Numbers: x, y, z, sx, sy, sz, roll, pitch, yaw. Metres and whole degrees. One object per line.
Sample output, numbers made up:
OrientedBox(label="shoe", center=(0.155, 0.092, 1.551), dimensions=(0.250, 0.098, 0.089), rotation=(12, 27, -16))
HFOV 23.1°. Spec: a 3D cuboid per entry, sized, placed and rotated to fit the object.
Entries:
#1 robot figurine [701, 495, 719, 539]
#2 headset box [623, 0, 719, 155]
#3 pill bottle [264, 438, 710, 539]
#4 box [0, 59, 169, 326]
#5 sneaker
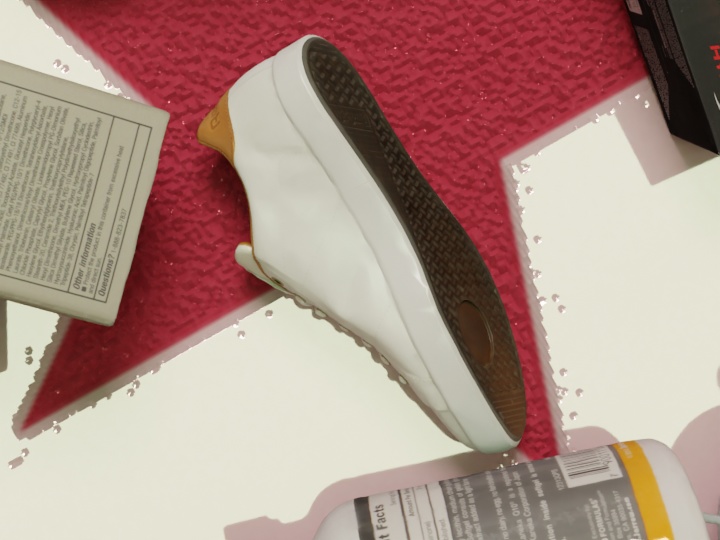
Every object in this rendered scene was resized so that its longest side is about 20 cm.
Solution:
OrientedBox(label="robot figurine", center=(0.240, 0.105, 0.754), dimensions=(0.199, 0.113, 0.170), rotation=(-14, 113, -3))
OrientedBox(label="headset box", center=(0.211, -0.160, 0.767), dimensions=(0.199, 0.077, 0.150), rotation=(-22, 105, -2))
OrientedBox(label="pill bottle", center=(0.045, 0.145, 0.740), dimensions=(0.199, 0.116, 0.117), rotation=(-12, 88, 0))
OrientedBox(label="box", center=(-0.188, -0.048, 0.705), dimensions=(0.199, 0.078, 0.095), rotation=(18, 87, -21))
OrientedBox(label="sneaker", center=(0.000, 0.000, 0.782), dimensions=(0.084, 0.073, 0.201), rotation=(-28, 96, 27))
